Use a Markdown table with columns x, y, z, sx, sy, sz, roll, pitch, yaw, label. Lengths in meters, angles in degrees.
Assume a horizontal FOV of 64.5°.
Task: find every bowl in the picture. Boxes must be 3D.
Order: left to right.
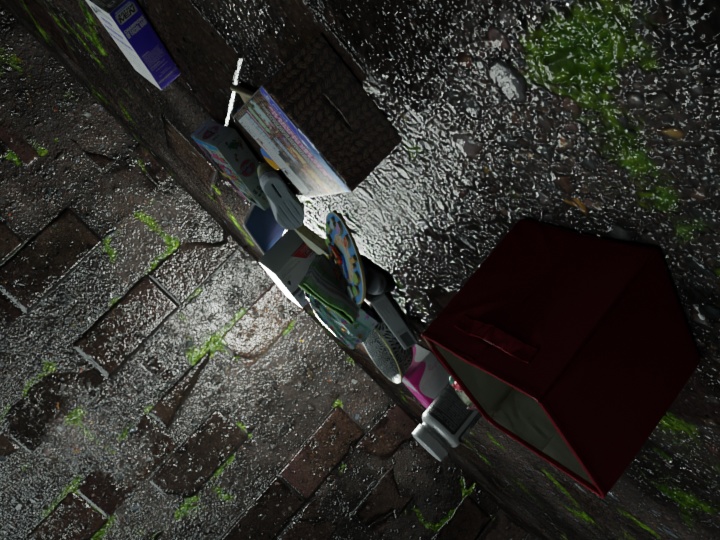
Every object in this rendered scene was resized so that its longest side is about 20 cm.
| x | y | z | sx | sy | sz | roll | pitch | yaw | label |
| --- | --- | --- | --- | --- | --- | --- | --- | --- | --- |
| 0.082 | 0.190 | 1.513 | 0.201 | 0.094 | 0.201 | 51 | 160 | 26 | bowl |

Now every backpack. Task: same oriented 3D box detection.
| x | y | z | sx | sy | sz | roll | pitch | yaw | label |
| --- | --- | --- | --- | --- | --- | --- | --- | --- | --- |
| -0.043 | 0.096 | 1.424 | 0.200 | 0.127 | 0.167 | 42 | -172 | 35 | backpack |

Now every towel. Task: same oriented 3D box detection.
| x | y | z | sx | sy | sz | roll | pitch | yaw | label |
| --- | --- | --- | --- | --- | --- | --- | --- | --- | --- |
| -0.056 | 0.035 | 1.279 | 0.149 | 0.031 | 0.200 | 35 | -162 | -6 | towel |

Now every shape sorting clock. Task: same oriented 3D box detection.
| x | y | z | sx | sy | sz | roll | pitch | yaw | label |
| --- | --- | --- | --- | --- | --- | --- | --- | --- | --- |
| -0.035 | -0.025 | 1.190 | 0.200 | 0.039 | 0.202 | 160 | 90 | -77 | shape sorting clock |

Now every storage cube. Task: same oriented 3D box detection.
| x | y | z | sx | sy | sz | roll | pitch | yaw | label |
| --- | --- | --- | --- | --- | --- | --- | --- | --- | --- |
| 0.207 | 0.081 | 0.593 | 0.200 | 0.180 | 0.171 | 50 | 166 | -31 | storage cube |

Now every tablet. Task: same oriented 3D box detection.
| x | y | z | sx | sy | sz | roll | pitch | yaw | label |
| --- | --- | --- | --- | --- | --- | --- | --- | --- | --- |
| -0.253 | -0.124 | 1.533 | 0.014 | 0.131 | 0.200 | 14 | 157 | 19 | tablet |

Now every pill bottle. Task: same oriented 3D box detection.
| x | y | z | sx | sy | sz | roll | pitch | yaw | label |
| --- | --- | --- | --- | --- | --- | --- | --- | --- | --- |
| 0.224 | 0.358 | 1.407 | 0.114 | 0.200 | 0.114 | 41 | 167 | 11 | pill bottle |

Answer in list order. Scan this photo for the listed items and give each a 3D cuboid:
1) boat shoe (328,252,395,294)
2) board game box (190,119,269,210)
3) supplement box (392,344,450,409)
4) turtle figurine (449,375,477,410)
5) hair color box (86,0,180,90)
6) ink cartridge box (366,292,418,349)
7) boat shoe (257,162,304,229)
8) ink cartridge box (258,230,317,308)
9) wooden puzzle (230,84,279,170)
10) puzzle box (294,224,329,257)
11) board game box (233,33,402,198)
| x | y | z | sx | sy | sz | roll | pitch | yaw | label |
| --- | --- | --- | --- | --- | --- | --- | --- | --- | --- |
| 0.000 | 0.000 | 1.273 | 0.056 | 0.069 | 0.200 | 2 | -156 | -41 | boat shoe |
| -0.291 | -0.250 | 1.348 | 0.147 | 0.064 | 0.200 | 30 | 161 | 47 | board game box |
| 0.190 | 0.309 | 1.592 | 0.200 | 0.101 | 0.103 | 51 | 166 | -28 | supplement box |
| 0.259 | 0.256 | 1.220 | 0.199 | 0.101 | 0.150 | 39 | 168 | -3 | turtle figurine |
| -0.464 | -0.481 | 1.170 | 0.109 | 0.065 | 0.200 | 39 | 169 | 25 | hair color box |
| 0.058 | 0.070 | 1.369 | 0.200 | 0.043 | 0.174 | 55 | -171 | -40 | ink cartridge box |
| -0.181 | -0.171 | 1.317 | 0.201 | 0.071 | 0.062 | 70 | 176 | -57 | boat shoe |
| -0.176 | -0.008 | 1.620 | 0.084 | 0.144 | 0.200 | 35 | 165 | 32 | ink cartridge box |
| -0.142 | -0.226 | 1.013 | 0.185 | 0.046 | 0.200 | 33 | 164 | 42 | wooden puzzle |
| -0.082 | -0.045 | 1.444 | 0.200 | 0.025 | 0.133 | 37 | 172 | 28 | puzzle box |
| -0.064 | -0.191 | 0.758 | 0.160 | 0.097 | 0.200 | 48 | 167 | -19 | board game box |
